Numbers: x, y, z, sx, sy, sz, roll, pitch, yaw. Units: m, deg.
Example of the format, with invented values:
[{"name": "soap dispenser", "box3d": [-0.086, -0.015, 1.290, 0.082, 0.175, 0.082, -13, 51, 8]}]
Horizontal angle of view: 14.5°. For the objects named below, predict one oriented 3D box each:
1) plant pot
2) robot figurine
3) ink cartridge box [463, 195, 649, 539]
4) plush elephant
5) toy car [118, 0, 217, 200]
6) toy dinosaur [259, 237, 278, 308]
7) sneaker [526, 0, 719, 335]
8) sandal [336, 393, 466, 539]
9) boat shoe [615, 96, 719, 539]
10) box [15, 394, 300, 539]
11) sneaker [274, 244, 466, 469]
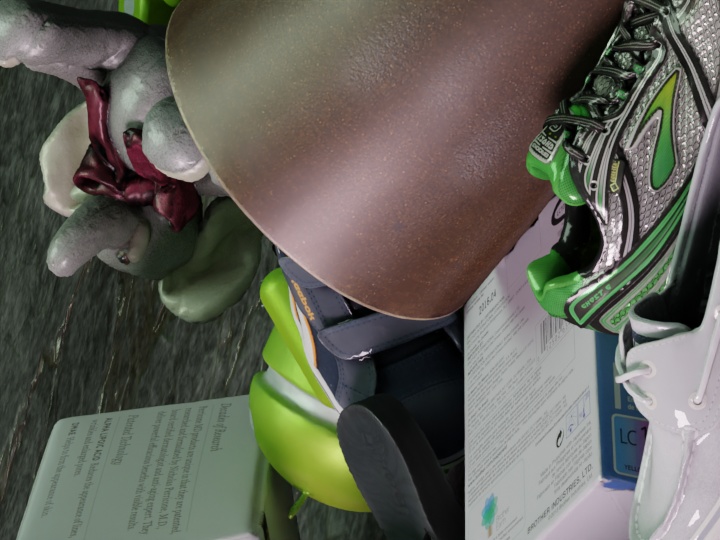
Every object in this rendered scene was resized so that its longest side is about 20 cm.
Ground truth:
[{"name": "plant pot", "box3d": [0.048, -0.113, 1.230, 0.200, 0.187, 0.187, -42, 34, 29]}, {"name": "robot figurine", "box3d": [0.016, 0.035, 1.454, 0.201, 0.115, 0.175, -66, -18, 8]}, {"name": "ink cartridge box", "box3d": [0.105, 0.044, 1.266, 0.137, 0.076, 0.201, 128, 148, -50]}, {"name": "plush elephant", "box3d": [-0.124, -0.057, 1.586, 0.200, 0.164, 0.155, -17, -46, -60]}, {"name": "toy car", "box3d": [-0.047, -0.102, 1.720, 0.158, 0.164, 0.201, 147, 120, -65]}, {"name": "toy dinosaur", "box3d": [0.026, -0.042, 1.612, 0.181, 0.200, 0.105, -32, 14, 24]}, {"name": "sneaker", "box3d": [0.116, -0.063, 1.143, 0.078, 0.085, 0.201, -124, 38, -65]}, {"name": "sandal", "box3d": [0.035, 0.154, 1.299, 0.201, 0.048, 0.075, 59, 152, 12]}, {"name": "boat shoe", "box3d": [0.134, 0.027, 1.092, 0.072, 0.068, 0.201, -116, 42, -63]}, {"name": "box", "box3d": [-0.096, 0.197, 1.504, 0.200, 0.130, 0.200, -85, -13, -71]}, {"name": "sneaker", "box3d": [0.000, 0.000, 1.346, 0.079, 0.078, 0.201, 99, 145, -76]}]
